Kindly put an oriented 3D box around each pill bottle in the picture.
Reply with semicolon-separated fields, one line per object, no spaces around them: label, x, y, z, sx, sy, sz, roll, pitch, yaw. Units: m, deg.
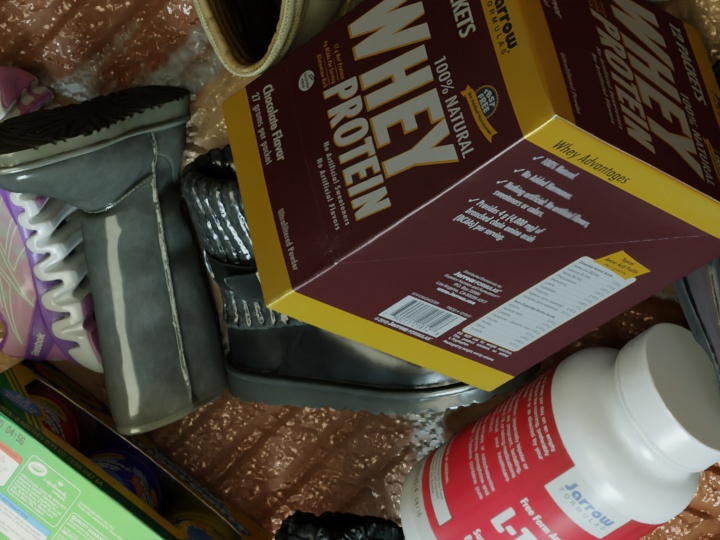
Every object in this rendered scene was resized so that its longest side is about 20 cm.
pill bottle;0.126;0.116;1.488;0.112;0.112;0.200;49;124;-4

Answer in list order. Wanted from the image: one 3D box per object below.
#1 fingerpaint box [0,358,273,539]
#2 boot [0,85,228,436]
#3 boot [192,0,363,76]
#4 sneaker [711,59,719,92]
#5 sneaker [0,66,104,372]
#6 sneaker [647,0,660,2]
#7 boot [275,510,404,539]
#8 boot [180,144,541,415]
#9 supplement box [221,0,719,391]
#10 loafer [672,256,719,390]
fingerpaint box;-0.160;0.146;1.561;0.200;0.167;0.073;38;98;2
boot;-0.153;0.001;1.520;0.072;0.181;0.201;15;112;40
boot;-0.044;-0.207;1.413;0.072;0.155;0.201;2;96;21
sneaker;0.167;-0.070;1.454;0.086;0.080;0.200;39;108;11
sneaker;-0.213;-0.026;1.575;0.088;0.080;0.201;-9;106;26
sneaker;0.149;-0.180;1.391;0.199;0.099;0.078;-10;89;5
boot;-0.001;0.233;1.560;0.073;0.198;0.163;6;87;31
boot;-0.001;0.001;1.512;0.210;0.079;0.159;-1;114;16
supplement box;0.071;-0.057;1.360;0.200;0.197;0.133;-33;55;29
loafer;0.240;0.059;1.420;0.201;0.072;0.063;62;154;4
